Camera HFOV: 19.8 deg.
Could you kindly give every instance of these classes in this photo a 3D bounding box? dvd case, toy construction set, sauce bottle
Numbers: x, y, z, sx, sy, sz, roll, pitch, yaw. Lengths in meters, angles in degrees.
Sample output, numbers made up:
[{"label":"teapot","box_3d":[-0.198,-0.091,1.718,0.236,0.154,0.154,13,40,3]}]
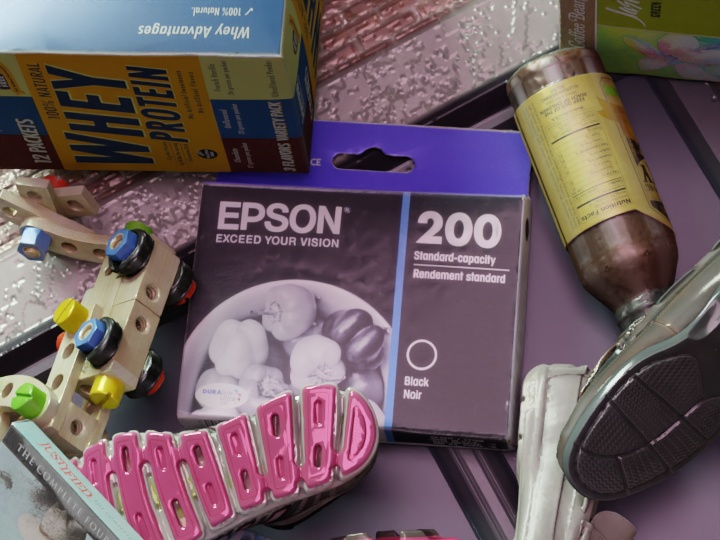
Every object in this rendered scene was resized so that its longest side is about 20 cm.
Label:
[{"label":"dvd case","box_3d":[-0.187,0.204,1.130,0.146,0.022,0.201,43,111,24]},{"label":"toy construction set","box_3d":[-0.170,0.036,1.201,0.131,0.092,0.202,-18,59,42]},{"label":"sauce bottle","box_3d":[0.145,-0.030,1.203,0.064,0.065,0.201,-19,75,0]}]

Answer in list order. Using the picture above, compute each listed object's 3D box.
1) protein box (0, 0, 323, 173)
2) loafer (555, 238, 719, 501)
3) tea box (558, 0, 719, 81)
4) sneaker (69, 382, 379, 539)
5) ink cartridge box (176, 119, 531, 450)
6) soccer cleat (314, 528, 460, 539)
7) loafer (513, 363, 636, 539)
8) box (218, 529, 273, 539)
[{"label":"protein box","box_3d":[-0.125,-0.178,1.219,0.197,0.135,0.202,1,65,6]},{"label":"loafer","box_3d":[0.180,0.043,1.134,0.200,0.063,0.072,-45,113,-3]},{"label":"tea box","box_3d":[0.214,-0.202,1.174,0.195,0.200,0.135,7,74,9]},{"label":"sneaker","box_3d":[-0.076,0.118,1.145,0.199,0.087,0.074,-20,72,9]},{"label":"ink cartridge box","box_3d":[0.000,0.000,1.219,0.196,0.043,0.202,3,73,7]},{"label":"soccer cleat","box_3d":[-0.035,0.192,1.118,0.198,0.070,0.087,-10,82,7]},{"label":"loafer","box_3d":[0.118,0.149,1.148,0.069,0.070,0.202,4,72,6]},{"label":"box","box_3d":[-0.085,0.213,1.167,0.199,0.040,0.138,21,76,11]}]
